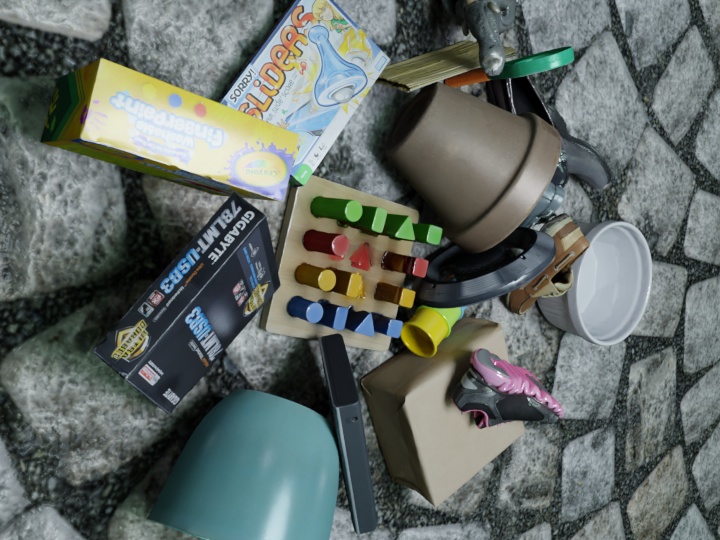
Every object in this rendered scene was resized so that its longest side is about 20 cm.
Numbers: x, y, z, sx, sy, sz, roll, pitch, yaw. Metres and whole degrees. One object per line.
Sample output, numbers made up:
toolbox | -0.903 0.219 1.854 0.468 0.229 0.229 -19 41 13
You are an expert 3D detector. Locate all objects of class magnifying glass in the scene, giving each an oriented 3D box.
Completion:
magnifying glass | 0.188 -0.262 0.918 0.079 0.199 0.023 -29 112 -32

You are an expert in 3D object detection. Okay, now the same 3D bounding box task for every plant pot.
plant pot | -0.114 0.231 0.791 0.200 0.200 0.162 35 61 -34
plant pot | 0.133 -0.152 0.920 0.174 0.200 0.201 33 77 -17

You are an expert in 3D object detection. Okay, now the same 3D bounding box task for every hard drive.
hard drive | -0.015 0.199 0.862 0.033 0.140 0.202 -11 119 -6

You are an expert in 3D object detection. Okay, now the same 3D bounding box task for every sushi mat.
sushi mat | 0.107 -0.272 0.926 0.199 0.095 0.012 -26 126 -29

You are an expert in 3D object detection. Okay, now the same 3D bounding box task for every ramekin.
ramekin | 0.378 0.016 1.158 0.199 0.105 0.203 -6 101 -34

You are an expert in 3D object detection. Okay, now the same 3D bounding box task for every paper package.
paper package | 0.124 0.195 1.005 0.199 0.103 0.192 -29 113 -30

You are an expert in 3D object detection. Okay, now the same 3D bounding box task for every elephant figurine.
elephant figurine | 0.156 -0.365 0.914 0.154 0.141 0.201 -34 102 -10

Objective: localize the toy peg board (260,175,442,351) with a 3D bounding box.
toy peg board | 0.000 0.000 0.889 0.199 0.097 0.201 14 89 -36

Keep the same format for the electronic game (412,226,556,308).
electronic game | 0.163 -0.005 0.941 0.199 0.199 0.042 -32 109 -27

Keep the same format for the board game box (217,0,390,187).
board game box | -0.068 -0.220 0.833 0.135 0.034 0.201 38 75 -24

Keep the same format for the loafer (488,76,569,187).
loafer | 0.246 -0.206 1.012 0.071 0.063 0.201 -26 88 -10

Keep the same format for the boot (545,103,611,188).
boot | 0.298 -0.155 1.104 0.199 0.070 0.132 35 80 -21

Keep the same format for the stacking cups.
stacking cups | 0.133 0.035 0.998 0.200 0.060 0.061 -46 121 -33

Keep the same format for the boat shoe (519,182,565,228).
boat shoe | 0.252 -0.083 1.013 0.200 0.061 0.073 63 47 -75

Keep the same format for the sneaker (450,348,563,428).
sneaker | 0.197 0.179 0.960 0.199 0.079 0.096 29 103 -35

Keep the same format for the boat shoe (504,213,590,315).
boat shoe | 0.277 0.007 1.046 0.075 0.074 0.201 -30 153 -30

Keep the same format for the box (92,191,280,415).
box | -0.167 0.044 0.730 0.049 0.200 0.199 34 70 10

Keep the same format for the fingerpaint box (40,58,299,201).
fingerpaint box | -0.188 -0.131 0.692 0.199 0.166 0.074 15 89 -35
